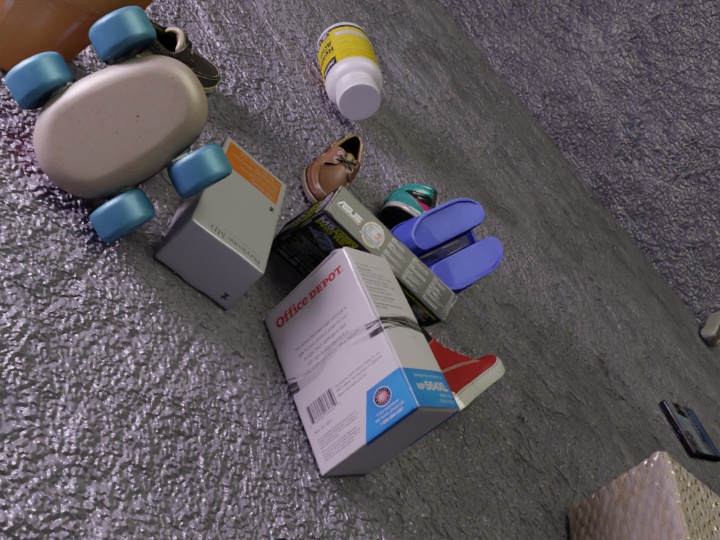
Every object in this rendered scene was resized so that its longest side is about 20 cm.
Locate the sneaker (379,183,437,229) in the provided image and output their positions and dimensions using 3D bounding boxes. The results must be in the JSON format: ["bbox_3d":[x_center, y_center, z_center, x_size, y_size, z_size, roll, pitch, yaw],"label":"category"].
[{"bbox_3d":[0.120,-0.079,1.359,0.200,0.083,0.121,39,38,-19],"label":"sneaker"}]

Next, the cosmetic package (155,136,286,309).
[{"bbox_3d":[-0.155,-0.061,0.905,0.101,0.071,0.201,39,29,-22],"label":"cosmetic package"}]

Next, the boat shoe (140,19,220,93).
[{"bbox_3d":[-0.259,-0.298,1.059,0.199,0.065,0.073,6,48,-56],"label":"boat shoe"}]

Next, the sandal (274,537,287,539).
[{"bbox_3d":[-0.117,0.239,0.576,0.048,0.076,0.200,40,21,21],"label":"sandal"}]

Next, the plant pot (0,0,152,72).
[{"bbox_3d":[-0.334,-0.313,0.826,0.200,0.183,0.201,36,30,-24],"label":"plant pot"}]

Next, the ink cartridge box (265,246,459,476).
[{"bbox_3d":[-0.004,0.099,0.847,0.084,0.146,0.201,14,44,-48],"label":"ink cartridge box"}]

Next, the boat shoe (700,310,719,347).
[{"bbox_3d":[1.270,0.203,2.765,0.201,0.072,0.061,-34,100,-41],"label":"boat shoe"}]

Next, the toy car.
[{"bbox_3d":[-0.244,-0.148,0.836,0.185,0.176,0.200,60,-4,-8],"label":"toy car"}]

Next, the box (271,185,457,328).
[{"bbox_3d":[0.000,0.000,0.972,0.200,0.160,0.044,42,59,-14],"label":"box"}]

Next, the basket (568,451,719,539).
[{"bbox_3d":[0.403,0.394,1.051,0.161,0.198,0.200,40,28,-11],"label":"basket"}]

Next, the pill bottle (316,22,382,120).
[{"bbox_3d":[-0.018,-0.380,1.495,0.111,0.111,0.201,29,32,-36],"label":"pill bottle"}]

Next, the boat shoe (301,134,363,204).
[{"bbox_3d":[-0.040,-0.164,1.225,0.072,0.068,0.201,42,28,-19],"label":"boat shoe"}]

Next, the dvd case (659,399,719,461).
[{"bbox_3d":[0.800,0.389,1.880,0.199,0.018,0.143,21,39,-46],"label":"dvd case"}]

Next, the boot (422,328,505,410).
[{"bbox_3d":[0.124,0.121,1.112,0.145,0.072,0.200,54,30,11],"label":"boot"}]

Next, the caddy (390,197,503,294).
[{"bbox_3d":[0.127,-0.028,1.231,0.199,0.105,0.142,-25,85,-35],"label":"caddy"}]
